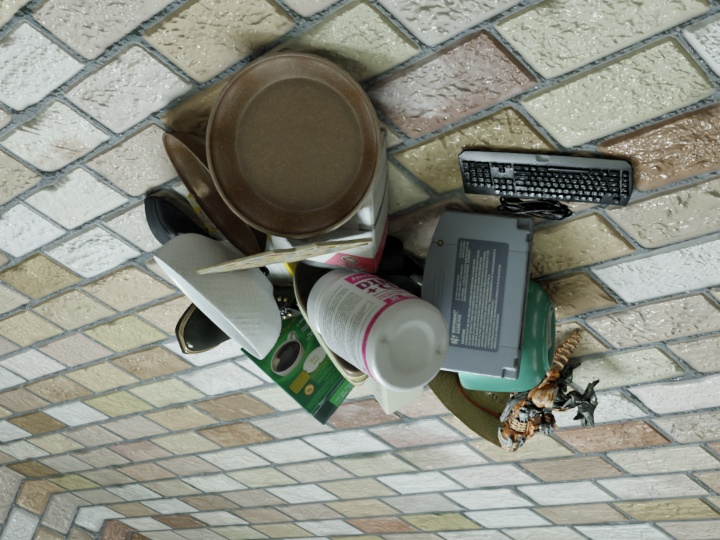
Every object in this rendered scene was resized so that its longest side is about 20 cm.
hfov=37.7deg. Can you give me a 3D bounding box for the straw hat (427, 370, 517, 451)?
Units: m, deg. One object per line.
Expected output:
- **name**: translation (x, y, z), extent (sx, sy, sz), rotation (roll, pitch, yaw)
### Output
- **straw hat**: translation (0.197, 0.183, 1.636), extent (0.200, 0.201, 0.085), rotation (33, 105, -26)

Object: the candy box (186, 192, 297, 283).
- **candy box**: translation (-0.161, -0.047, 1.500), extent (0.101, 0.027, 0.201), rotation (8, 150, 25)

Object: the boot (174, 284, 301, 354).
- **boot**: translation (-0.159, 0.060, 1.533), extent (0.137, 0.200, 0.078), rotation (-3, 112, 41)

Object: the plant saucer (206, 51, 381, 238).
- **plant saucer**: translation (-0.071, -0.138, 1.167), extent (0.198, 0.203, 0.037), rotation (12, -168, 9)

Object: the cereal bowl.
- **cereal bowl**: translation (-0.177, 0.021, 1.406), extent (0.200, 0.083, 0.200), rotation (41, 169, 9)

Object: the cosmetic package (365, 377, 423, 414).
- **cosmetic package**: translation (0.040, 0.123, 1.591), extent (0.073, 0.104, 0.201), rotation (-28, 152, -11)

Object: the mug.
- **mug**: translation (0.194, 0.076, 1.391), extent (0.113, 0.153, 0.186), rotation (2, 149, 18)

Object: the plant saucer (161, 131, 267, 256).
- **plant saucer**: translation (-0.176, -0.100, 1.333), extent (0.201, 0.037, 0.201), rotation (47, 166, 16)

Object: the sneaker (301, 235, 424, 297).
- **sneaker**: translation (0.001, -0.003, 1.456), extent (0.198, 0.060, 0.105), rotation (5, 144, 15)

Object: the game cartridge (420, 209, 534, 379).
- **game cartridge**: translation (0.143, 0.028, 1.320), extent (0.132, 0.202, 0.041), rotation (8, -174, 22)

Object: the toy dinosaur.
- **toy dinosaur**: translation (0.275, 0.183, 1.539), extent (0.135, 0.103, 0.200), rotation (5, 141, -34)

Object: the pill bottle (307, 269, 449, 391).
- **pill bottle**: translation (0.015, 0.067, 1.325), extent (0.113, 0.114, 0.200), rotation (36, 175, -31)

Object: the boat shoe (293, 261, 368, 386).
- **boat shoe**: translation (-0.044, 0.077, 1.498), extent (0.071, 0.201, 0.076), rotation (-18, 152, -12)

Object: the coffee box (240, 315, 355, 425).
- **coffee box**: translation (-0.082, 0.128, 1.579), extent (0.199, 0.123, 0.044), rotation (33, 171, 43)

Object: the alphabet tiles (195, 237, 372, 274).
- **alphabet tiles**: translation (-0.091, -0.017, 1.245), extent (0.199, 0.006, 0.166), rotation (-11, 177, 40)

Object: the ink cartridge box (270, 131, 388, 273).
- **ink cartridge box**: translation (-0.042, -0.093, 1.299), extent (0.144, 0.086, 0.201), rotation (12, 152, 9)

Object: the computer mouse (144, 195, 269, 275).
- **computer mouse**: translation (-0.223, -0.032, 1.492), extent (0.200, 0.046, 0.140), rotation (42, 157, -23)

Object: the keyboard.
- **keyboard**: translation (0.212, -0.090, 1.214), extent (0.198, 0.040, 0.104), rotation (7, 149, 21)
